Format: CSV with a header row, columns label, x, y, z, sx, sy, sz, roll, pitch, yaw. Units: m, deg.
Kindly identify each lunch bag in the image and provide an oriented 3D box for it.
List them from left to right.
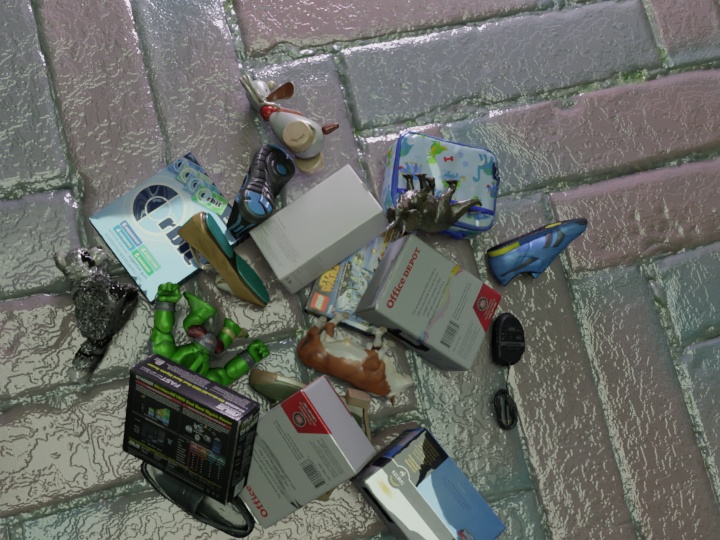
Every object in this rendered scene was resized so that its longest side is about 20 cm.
label,x,y,z,sx,sy,sz,roll,pitch,yaw
lunch bag,0.140,-0.144,1.404,0.199,0.082,0.161,14,74,-15

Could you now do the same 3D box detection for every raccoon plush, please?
label,x,y,z,sx,sy,sz,roll,pitch,yaw
raccoon plush,-0.443,0.058,1.260,0.134,0.097,0.200,28,74,5

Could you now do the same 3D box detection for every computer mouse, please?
label,x,y,z,sx,sy,sz,roll,pitch,yaw
computer mouse,0.249,0.173,1.393,0.058,0.034,0.201,8,81,-26

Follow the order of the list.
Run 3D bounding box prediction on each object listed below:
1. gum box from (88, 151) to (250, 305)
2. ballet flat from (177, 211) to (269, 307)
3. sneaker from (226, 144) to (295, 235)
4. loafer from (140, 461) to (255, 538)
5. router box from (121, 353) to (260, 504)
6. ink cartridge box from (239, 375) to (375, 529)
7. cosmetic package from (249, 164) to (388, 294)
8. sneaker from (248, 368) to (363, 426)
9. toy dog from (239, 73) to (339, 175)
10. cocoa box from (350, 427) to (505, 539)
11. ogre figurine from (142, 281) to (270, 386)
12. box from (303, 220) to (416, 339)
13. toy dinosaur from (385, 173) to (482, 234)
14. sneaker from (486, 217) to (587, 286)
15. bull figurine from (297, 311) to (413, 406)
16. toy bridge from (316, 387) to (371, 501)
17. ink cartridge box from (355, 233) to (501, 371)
label,x,y,z,sx,sy,sz,roll,pitch,yaw
gum box,-0.312,-0.070,1.331,0.200,0.045,0.170,-37,88,-15
ballet flat,-0.221,-0.010,1.303,0.063,0.069,0.200,-26,120,11
sneaker,-0.171,-0.138,1.340,0.073,0.082,0.200,40,39,-15
loafer,-0.247,0.341,1.239,0.200,0.070,0.068,34,74,-2
router box,-0.253,0.231,1.193,0.199,0.062,0.150,22,116,19
ink cartridge box,-0.101,0.275,1.222,0.200,0.084,0.145,-36,85,24
cosmetic package,-0.066,-0.066,1.321,0.200,0.085,0.108,-33,68,-2
sneaker,-0.092,0.229,1.290,0.200,0.067,0.090,21,72,-12
toy dog,-0.111,-0.263,1.369,0.096,0.132,0.200,-35,86,-5
cocoa box,0.102,0.363,1.266,0.131,0.133,0.200,-38,87,-16
ogre figurine,-0.254,0.116,1.269,0.200,0.098,0.120,44,72,-38
box,0.000,0.000,1.376,0.137,0.040,0.201,22,75,-6
toy dinosaur,0.110,-0.103,1.316,0.200,0.077,0.103,6,92,-40
sneaker,0.320,-0.034,1.435,0.200,0.066,0.079,-23,94,-14
bull figurine,-0.004,0.142,1.313,0.199,0.065,0.122,18,118,0
toy bridge,-0.023,0.281,1.269,0.067,0.027,0.201,16,108,-16
ink cartridge box,0.113,0.055,1.336,0.200,0.083,0.146,33,71,-17
